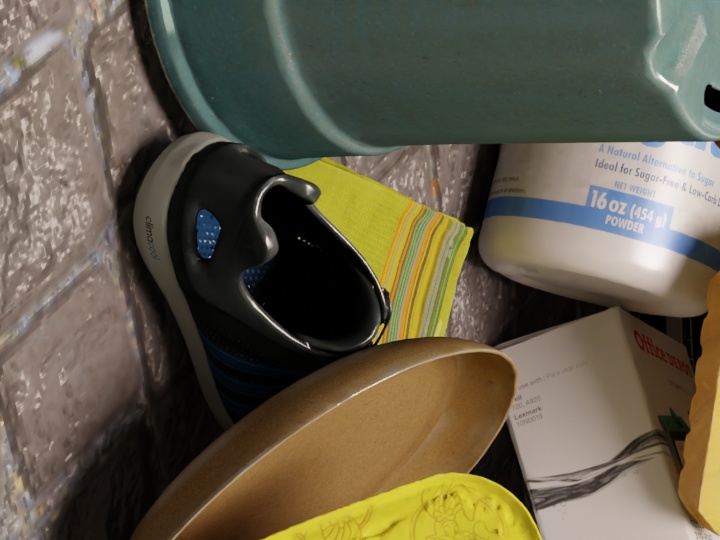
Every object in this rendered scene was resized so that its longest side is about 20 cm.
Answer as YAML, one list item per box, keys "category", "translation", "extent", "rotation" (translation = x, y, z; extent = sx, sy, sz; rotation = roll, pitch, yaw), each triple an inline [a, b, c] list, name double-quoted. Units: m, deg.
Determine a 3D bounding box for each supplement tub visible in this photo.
- category: "supplement tub"
  translation: [0.145, -0.085, 1.053]
  extent: [0.132, 0.132, 0.200]
  rotation: [25, 77, -63]

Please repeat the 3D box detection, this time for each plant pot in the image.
- category: "plant pot"
  translation: [-0.023, 0.091, 0.804]
  extent: [0.200, 0.027, 0.200]
  rotation: [-33, 156, -16]
- category: "plant pot"
  translation: [0.053, -0.130, 0.762]
  extent: [0.200, 0.196, 0.200]
  rotation: [-18, 111, -58]

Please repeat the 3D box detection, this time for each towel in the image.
- category: "towel"
  translation: [0.000, 0.000, 0.924]
  extent: [0.200, 0.018, 0.086]
  rotation: [21, 80, -63]

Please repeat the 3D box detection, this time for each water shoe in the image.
- category: "water shoe"
  translation: [-0.025, 0.029, 0.802]
  extent: [0.072, 0.079, 0.200]
  rotation: [-54, 141, -20]

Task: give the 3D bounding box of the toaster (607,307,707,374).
- category: "toaster"
  translation: [0.222, -0.008, 1.258]
  extent: [0.129, 0.114, 0.200]
  rotation: [-51, 146, -37]

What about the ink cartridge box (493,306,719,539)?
- category: "ink cartridge box"
  translation: [0.156, 0.132, 1.106]
  extent: [0.146, 0.084, 0.200]
  rotation: [24, 47, -64]

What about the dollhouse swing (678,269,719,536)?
- category: "dollhouse swing"
  translation: [0.219, 0.022, 1.084]
  extent: [0.176, 0.182, 0.200]
  rotation: [-6, 116, -21]

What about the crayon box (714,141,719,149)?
- category: "crayon box"
  translation: [0.122, -0.161, 0.868]
  extent: [0.051, 0.200, 0.127]
  rotation: [7, 123, -38]

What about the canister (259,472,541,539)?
- category: "canister"
  translation: [0.006, 0.166, 0.820]
  extent: [0.200, 0.148, 0.087]
  rotation: [81, -12, -67]
